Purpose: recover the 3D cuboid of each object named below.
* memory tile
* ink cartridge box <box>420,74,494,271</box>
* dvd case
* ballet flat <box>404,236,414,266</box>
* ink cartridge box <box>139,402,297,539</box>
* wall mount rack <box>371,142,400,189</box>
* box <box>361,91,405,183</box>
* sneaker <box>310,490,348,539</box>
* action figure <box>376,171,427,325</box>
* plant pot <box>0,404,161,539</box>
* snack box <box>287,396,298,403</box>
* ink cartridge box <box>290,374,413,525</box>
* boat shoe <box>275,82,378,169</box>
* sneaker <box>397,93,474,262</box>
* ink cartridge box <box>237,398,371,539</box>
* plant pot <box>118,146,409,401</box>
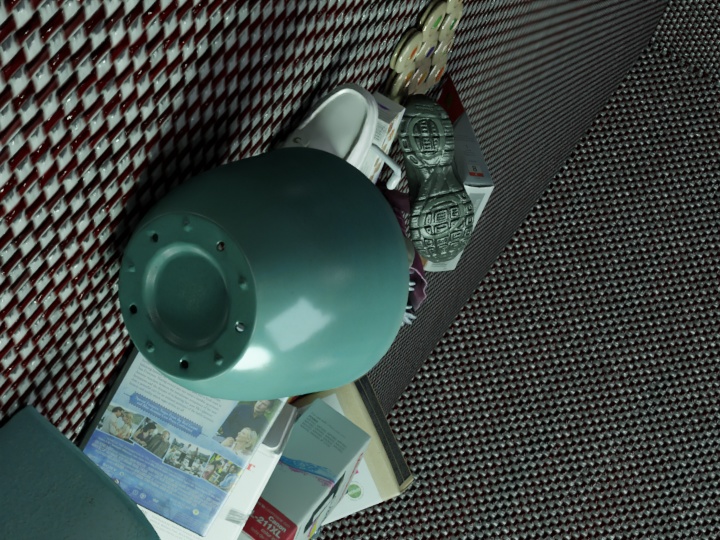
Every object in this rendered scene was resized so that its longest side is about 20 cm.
[{"bbox_3d":[0.069,-0.234,1.481,0.153,0.017,0.200,-52,169,-26],"label":"memory tile"},{"bbox_3d":[0.098,-0.125,1.670,0.050,0.200,0.162,-2,141,-22],"label":"ink cartridge box"},{"bbox_3d":[-0.154,0.126,1.174,0.200,0.143,0.018,-59,-171,12],"label":"dvd case"},{"bbox_3d":[0.000,0.000,1.398,0.200,0.067,0.064,-46,145,-42],"label":"ballet flat"},{"bbox_3d":[-0.168,0.193,1.274,0.200,0.146,0.085,-62,-177,30],"label":"ink cartridge box"},{"bbox_3d":[-0.046,-0.047,1.350,0.174,0.075,0.200,-47,175,29],"label":"wall mount rack"},{"bbox_3d":[-0.002,-0.110,1.458,0.039,0.041,0.200,-49,166,-42],"label":"box"},{"bbox_3d":[-0.094,0.316,1.619,0.200,0.081,0.074,-53,171,-3],"label":"sneaker"},{"bbox_3d":[0.023,-0.038,1.583,0.134,0.149,0.200,-45,-137,44],"label":"action figure"},{"bbox_3d":[-0.244,0.267,1.003,0.196,0.200,0.196,-48,166,-38],"label":"plant pot"},{"bbox_3d":[-0.078,0.076,1.593,0.200,0.068,0.169,-63,168,20],"label":"snack box"},{"bbox_3d":[-0.057,0.242,1.701,0.200,0.165,0.075,-25,178,16],"label":"ink cartridge box"},{"bbox_3d":[-0.053,-0.085,1.196,0.200,0.071,0.069,-56,171,1],"label":"boat shoe"},{"bbox_3d":[0.084,-0.107,1.486,0.091,0.076,0.200,-95,178,-67],"label":"sneaker"},{"bbox_3d":[-0.086,0.262,1.482,0.200,0.083,0.146,-46,165,-39],"label":"ink cartridge box"},{"bbox_3d":[-0.087,0.008,1.005,0.161,0.201,0.201,-13,136,-60],"label":"plant pot"}]
